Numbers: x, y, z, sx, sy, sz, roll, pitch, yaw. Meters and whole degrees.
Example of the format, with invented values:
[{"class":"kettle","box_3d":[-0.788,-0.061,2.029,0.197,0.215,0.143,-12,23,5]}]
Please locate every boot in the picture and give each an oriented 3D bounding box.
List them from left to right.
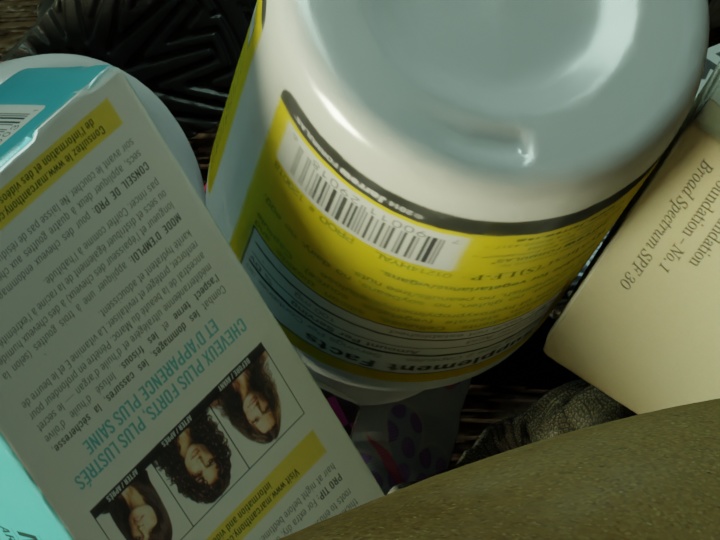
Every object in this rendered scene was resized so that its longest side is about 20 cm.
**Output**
[{"class":"boot","box_3d":[-0.079,-0.117,1.071,0.210,0.080,0.158,-25,20,42]}]

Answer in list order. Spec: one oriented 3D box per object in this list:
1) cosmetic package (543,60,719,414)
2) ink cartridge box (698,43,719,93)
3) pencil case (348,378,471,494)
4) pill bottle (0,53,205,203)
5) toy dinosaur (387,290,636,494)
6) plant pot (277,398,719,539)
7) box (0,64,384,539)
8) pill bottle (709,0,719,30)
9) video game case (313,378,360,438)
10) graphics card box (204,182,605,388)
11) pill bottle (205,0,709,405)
[{"class":"cosmetic package","box_3d":[0.162,0.026,0.678,0.199,0.104,0.073,33,46,4]},{"class":"ink cartridge box","box_3d":[0.156,-0.035,0.853,0.103,0.060,0.200,-22,47,-27]},{"class":"pencil case","box_3d":[0.000,0.000,0.838,0.090,0.083,0.201,-18,50,45]},{"class":"pill bottle","box_3d":[-0.151,-0.014,0.935,0.112,0.113,0.199,-37,18,-31]},{"class":"toy dinosaur","box_3d":[0.102,0.059,0.776,0.198,0.103,0.077,1,4,0]},{"class":"plant pot","box_3d":[0.079,0.103,0.547,0.185,0.188,0.199,13,29,38]},{"class":"box","box_3d":[-0.052,0.051,0.651,0.082,0.201,0.049,-44,27,-27]},{"class":"pill bottle","box_3d":[0.076,-0.131,1.000,0.116,0.117,0.199,13,18,39]},{"class":"video game case","box_3d":[-0.130,0.017,0.735,0.181,0.199,0.036,-1,68,51]},{"class":"graphics card box","box_3d":[0.030,-0.012,0.943,0.198,0.051,0.126,2,36,26]},{"class":"pill bottle","box_3d":[0.016,-0.032,0.693,0.110,0.200,0.112,4,68,-10]}]
